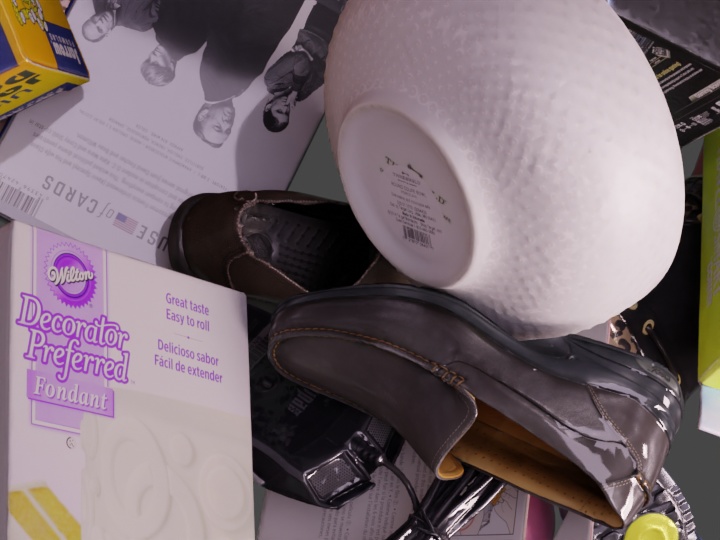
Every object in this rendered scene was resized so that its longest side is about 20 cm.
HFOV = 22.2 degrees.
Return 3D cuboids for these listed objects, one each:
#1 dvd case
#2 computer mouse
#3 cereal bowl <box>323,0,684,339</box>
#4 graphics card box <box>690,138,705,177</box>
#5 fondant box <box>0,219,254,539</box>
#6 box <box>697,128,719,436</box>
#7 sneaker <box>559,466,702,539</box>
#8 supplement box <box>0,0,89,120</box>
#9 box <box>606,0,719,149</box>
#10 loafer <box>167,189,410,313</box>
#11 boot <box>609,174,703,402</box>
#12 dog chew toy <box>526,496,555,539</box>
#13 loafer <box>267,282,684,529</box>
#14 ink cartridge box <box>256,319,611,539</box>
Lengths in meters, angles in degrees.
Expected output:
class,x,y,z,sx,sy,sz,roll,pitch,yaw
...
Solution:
class,x,y,z,sx,sy,sz,roll,pitch,yaw
dvd case,-0.099,-0.090,0.990,0.149,0.025,0.201,28,78,-9
computer mouse,-0.036,0.102,0.892,0.199,0.046,0.141,25,58,25
cereal bowl,0.050,-0.053,0.854,0.083,0.200,0.201,-31,90,-31
graphics card box,0.304,-0.067,1.069,0.199,0.051,0.126,24,77,-10
fondant box,-0.115,0.095,0.806,0.144,0.058,0.202,19,59,-46
box,0.237,0.004,0.953,0.121,0.048,0.201,19,53,-13
sneaker,0.151,0.154,0.967,0.066,0.079,0.201,-33,114,1
supplement box,-0.232,-0.167,0.908,0.108,0.110,0.202,-24,88,8
box,0.120,-0.138,0.957,0.163,0.200,0.087,24,77,-8
loafer,0.000,0.000,0.964,0.198,0.071,0.074,7,81,-27
boot,0.140,-0.010,0.988,0.150,0.073,0.201,-33,99,-33
dog chew toy,0.069,0.191,0.948,0.123,0.125,0.202,0,70,-13
loafer,0.045,0.060,0.842,0.198,0.073,0.073,12,53,16
ink cartridge box,0.036,0.123,0.906,0.174,0.045,0.202,-3,58,22
